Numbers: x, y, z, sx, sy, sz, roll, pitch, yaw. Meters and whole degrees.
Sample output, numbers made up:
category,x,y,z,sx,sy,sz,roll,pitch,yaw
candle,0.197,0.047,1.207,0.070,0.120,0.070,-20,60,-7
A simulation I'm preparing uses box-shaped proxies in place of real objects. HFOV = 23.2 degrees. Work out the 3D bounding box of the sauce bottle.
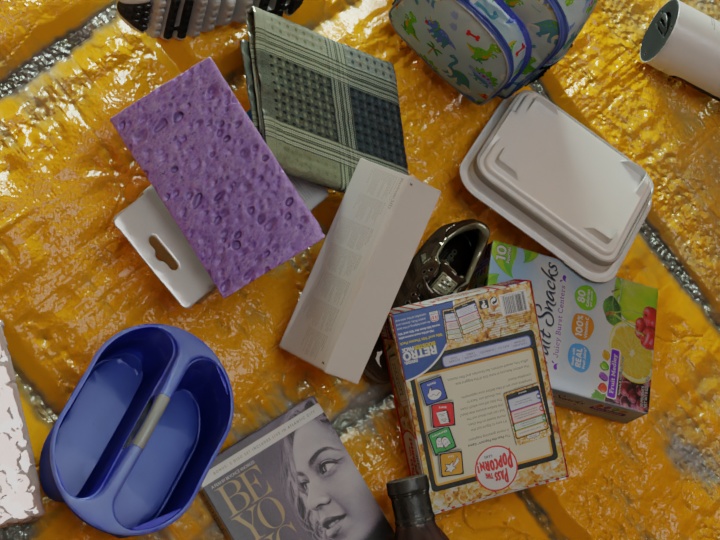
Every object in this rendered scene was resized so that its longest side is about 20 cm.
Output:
category,x,y,z,sx,sy,sz,roll,pitch,yaw
sauce bottle,0.063,0.294,1.656,0.066,0.066,0.201,-10,84,-26

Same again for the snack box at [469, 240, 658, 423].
category,x,y,z,sx,sy,sz,roll,pitch,yaw
snack box,0.207,0.065,1.813,0.199,0.053,0.143,16,67,-18

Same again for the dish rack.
category,x,y,z,sx,sy,sz,roll,pitch,yaw
dish rack,0.216,-0.098,1.848,0.200,0.044,0.172,35,51,-1

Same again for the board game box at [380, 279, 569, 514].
category,x,y,z,sx,sy,sz,roll,pitch,yaw
board game box,0.110,0.122,1.711,0.151,0.046,0.201,-12,94,-16

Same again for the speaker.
category,x,y,z,sx,sy,sz,roll,pitch,yaw
speaker,0.419,-0.231,1.989,0.199,0.081,0.081,25,65,-15

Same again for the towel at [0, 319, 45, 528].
category,x,y,z,sx,sy,sz,roll,pitch,yaw
towel,-0.390,0.149,1.532,0.199,0.032,0.192,-11,79,-26

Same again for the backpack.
category,x,y,z,sx,sy,sz,roll,pitch,yaw
backpack,0.140,-0.276,1.808,0.183,0.200,0.147,44,62,-3

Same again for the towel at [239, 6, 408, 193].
category,x,y,z,sx,sy,sz,roll,pitch,yaw
towel,-0.036,-0.155,1.747,0.200,0.035,0.193,19,52,-38

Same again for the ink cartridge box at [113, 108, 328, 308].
category,x,y,z,sx,sy,sz,roll,pitch,yaw
ink cartridge box,-0.142,-0.053,1.688,0.200,0.067,0.116,-40,93,-29

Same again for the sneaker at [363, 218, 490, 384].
category,x,y,z,sx,sy,sz,roll,pitch,yaw
sneaker,0.062,0.022,1.750,0.070,0.076,0.200,37,62,-9

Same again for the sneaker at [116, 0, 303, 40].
category,x,y,z,sx,sy,sz,roll,pitch,yaw
sneaker,-0.157,-0.285,1.763,0.199,0.075,0.081,-12,65,-29

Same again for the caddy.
category,x,y,z,sx,sy,sz,roll,pitch,yaw
caddy,-0.200,0.146,1.575,0.141,0.105,0.200,32,64,-11

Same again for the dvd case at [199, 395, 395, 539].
category,x,y,z,sx,sy,sz,roll,pitch,yaw
dvd case,-0.052,0.240,1.662,0.148,0.016,0.200,-30,87,-28

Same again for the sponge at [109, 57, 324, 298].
category,x,y,z,sx,sy,sz,roll,pitch,yaw
sponge,-0.132,-0.085,1.622,0.111,0.030,0.200,-33,89,-2

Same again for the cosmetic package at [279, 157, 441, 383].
category,x,y,z,sx,sy,sz,roll,pitch,yaw
cosmetic package,0.000,0.000,1.678,0.051,0.082,0.201,23,92,-37
